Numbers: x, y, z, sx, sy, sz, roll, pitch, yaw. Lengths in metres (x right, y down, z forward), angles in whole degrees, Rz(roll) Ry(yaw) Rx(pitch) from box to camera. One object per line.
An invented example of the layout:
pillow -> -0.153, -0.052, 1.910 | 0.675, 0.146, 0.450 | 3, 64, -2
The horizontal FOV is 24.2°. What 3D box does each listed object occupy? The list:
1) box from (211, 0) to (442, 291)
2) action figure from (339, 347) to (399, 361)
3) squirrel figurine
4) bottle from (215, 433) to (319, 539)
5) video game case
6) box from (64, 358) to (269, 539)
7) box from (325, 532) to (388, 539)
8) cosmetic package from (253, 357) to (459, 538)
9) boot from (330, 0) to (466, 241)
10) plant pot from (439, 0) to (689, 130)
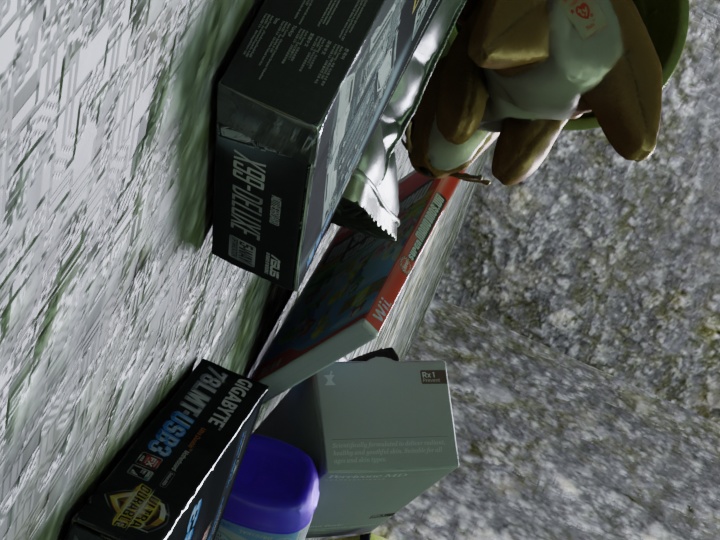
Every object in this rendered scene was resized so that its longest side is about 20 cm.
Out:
box -> -0.006, -0.113, 0.783 | 0.158, 0.049, 0.201 | 103, 11, -63
action figure -> -0.008, 0.092, 1.381 | 0.069, 0.130, 0.200 | -41, 166, -7
squirrel figurine -> 0.099, -0.151, 1.130 | 0.186, 0.140, 0.202 | -30, -135, 57
bottle -> -0.086, 0.198, 1.185 | 0.201, 0.083, 0.066 | 110, -4, -45
video game case -> 0.000, 0.000, 1.191 | 0.143, 0.017, 0.201 | -32, -159, 44
box -> -0.123, 0.172, 0.878 | 0.199, 0.049, 0.202 | -57, 169, -68
box -> -0.040, 0.259, 1.379 | 0.199, 0.075, 0.051 | -19, -127, 43
cosmetic package -> -0.011, 0.135, 1.241 | 0.200, 0.106, 0.091 | 131, -45, -64
boot -> 0.022, -0.126, 1.014 | 0.182, 0.072, 0.202 | 91, 16, -83
plant pot -> 0.136, -0.193, 1.353 | 0.202, 0.199, 0.190 | -65, -172, -12
